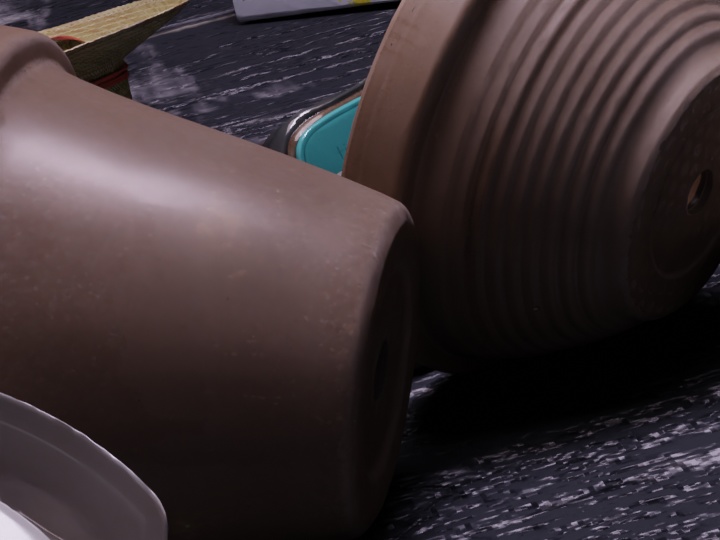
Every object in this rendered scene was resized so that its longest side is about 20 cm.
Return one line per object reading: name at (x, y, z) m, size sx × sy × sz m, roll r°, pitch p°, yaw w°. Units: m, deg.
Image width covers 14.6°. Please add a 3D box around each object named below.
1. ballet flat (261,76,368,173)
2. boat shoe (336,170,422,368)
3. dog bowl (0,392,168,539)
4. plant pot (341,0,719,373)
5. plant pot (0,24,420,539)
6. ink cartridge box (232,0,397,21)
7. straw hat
ballet flat at (0.031, -0.085, 1.416) m, size 0.200 × 0.068 × 0.068 m, roll -22°, pitch 6°, yaw -26°
boat shoe at (0.000, 0.000, 1.177) m, size 0.067 × 0.057 × 0.200 m, roll -35°, pitch 11°, yaw 4°
dog bowl at (-0.136, 0.111, 0.709) m, size 0.200 × 0.059 × 0.200 m, roll 7°, pitch 40°, yaw -6°
plant pot at (0.086, -0.045, 1.026) m, size 0.093 × 0.201 × 0.201 m, roll 24°, pitch 34°, yaw 28°
plant pot at (-0.075, 0.023, 0.937) m, size 0.174 × 0.200 × 0.200 m, roll 8°, pitch 20°, yaw 11°
ink cartridge box at (0.022, -0.238, 1.930) m, size 0.200 × 0.083 × 0.145 m, roll -2°, pitch 19°, yaw 37°
straw hat at (-0.169, -0.085, 1.554) m, size 0.201 × 0.085 × 0.201 m, roll -17°, pitch 10°, yaw 3°
